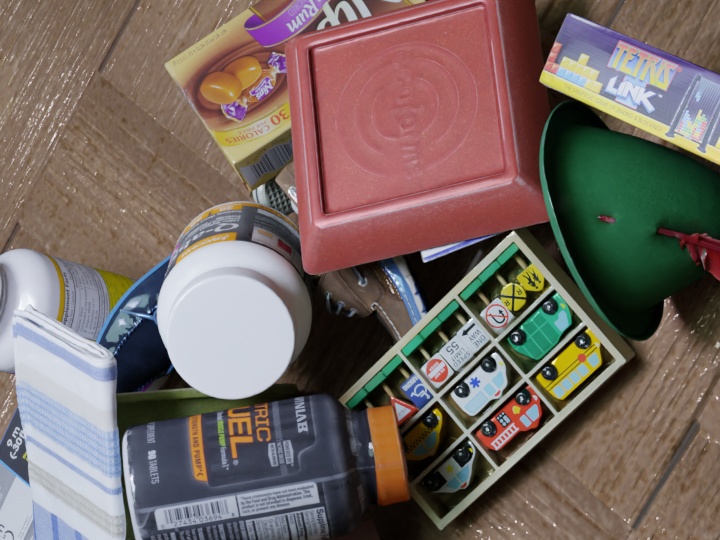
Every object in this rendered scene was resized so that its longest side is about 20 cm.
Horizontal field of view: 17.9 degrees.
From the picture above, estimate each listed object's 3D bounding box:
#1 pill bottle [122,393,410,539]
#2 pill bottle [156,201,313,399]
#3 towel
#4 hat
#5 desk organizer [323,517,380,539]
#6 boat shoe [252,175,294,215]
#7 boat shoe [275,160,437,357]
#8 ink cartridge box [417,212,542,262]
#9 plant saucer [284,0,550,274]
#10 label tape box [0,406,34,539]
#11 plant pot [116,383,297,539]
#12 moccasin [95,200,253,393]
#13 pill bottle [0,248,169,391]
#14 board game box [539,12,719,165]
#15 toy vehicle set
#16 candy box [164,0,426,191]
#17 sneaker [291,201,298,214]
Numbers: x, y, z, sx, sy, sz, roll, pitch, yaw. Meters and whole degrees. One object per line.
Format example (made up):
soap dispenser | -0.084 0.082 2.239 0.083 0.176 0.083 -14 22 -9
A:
pill bottle | -0.066 0.148 1.659 0.200 0.106 0.106 -10 66 -1
pill bottle | -0.093 0.023 1.736 0.116 0.116 0.200 -59 7 12
towel | -0.213 0.136 1.708 0.147 0.024 0.200 23 121 52
hat | 0.243 -0.048 1.540 0.176 0.200 0.166 -18 38 30
desk organizer | 0.001 0.292 1.694 0.200 0.077 0.072 68 157 14
boat shoe | -0.060 -0.137 1.880 0.062 0.075 0.200 -8 66 42
boat shoe | 0.000 0.000 1.740 0.072 0.072 0.200 -26 88 3
ink cartridge box | 0.068 -0.103 1.697 0.095 0.037 0.200 -21 61 12
plant saucer | 0.037 -0.113 1.675 0.200 0.037 0.200 -13 66 16
label tape box | -0.288 0.201 1.992 0.200 0.063 0.144 31 99 42
plant pot | -0.143 0.187 1.796 0.200 0.200 0.185 -9 83 40
moccasin | -0.141 0.026 1.871 0.200 0.080 0.068 -51 45 -3
pill bottle | -0.254 0.042 1.909 0.104 0.200 0.104 -18 64 43
board game box | 0.245 -0.099 1.529 0.200 0.165 0.057 30 98 42
toy vehicle set | 0.089 0.080 1.674 0.124 0.027 0.200 49 114 9
candy box | -0.039 -0.167 1.813 0.200 0.056 0.117 -34 63 -1
sneaker | 0.042 -0.084 1.783 0.200 0.075 0.081 -39 81 20
